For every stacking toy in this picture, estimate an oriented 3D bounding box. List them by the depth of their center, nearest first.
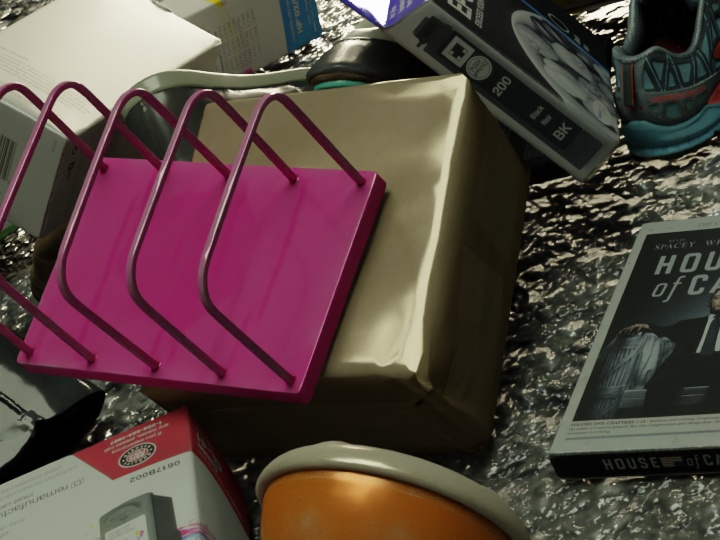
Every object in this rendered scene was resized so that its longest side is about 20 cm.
[{"bbox_3d":[-0.005,0.199,1.238,0.146,0.146,0.200,-2,58,35],"label":"stacking toy"}]

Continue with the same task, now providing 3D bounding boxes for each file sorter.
[{"bbox_3d":[-0.117,-0.024,1.380,0.200,0.125,0.139,4,64,33],"label":"file sorter"}]

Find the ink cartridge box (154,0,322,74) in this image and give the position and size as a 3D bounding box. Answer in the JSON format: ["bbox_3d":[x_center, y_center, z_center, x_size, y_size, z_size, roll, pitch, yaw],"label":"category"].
[{"bbox_3d":[-0.140,-0.175,1.847,0.115,0.068,0.200,15,36,42],"label":"ink cartridge box"}]

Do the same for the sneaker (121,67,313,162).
[{"bbox_3d":[-0.058,-0.069,1.631,0.200,0.106,0.075,-4,-26,-37],"label":"sneaker"}]

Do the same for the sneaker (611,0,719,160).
[{"bbox_3d":[0.218,-0.162,1.588,0.079,0.096,0.200,-2,40,34],"label":"sneaker"}]

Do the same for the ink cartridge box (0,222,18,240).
[{"bbox_3d":[-0.302,-0.078,1.838,0.146,0.084,0.200,-32,22,-9],"label":"ink cartridge box"}]

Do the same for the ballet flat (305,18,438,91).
[{"bbox_3d":[0.022,-0.122,1.556,0.073,0.200,0.073,-5,78,24],"label":"ballet flat"}]

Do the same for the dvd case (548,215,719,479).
[{"bbox_3d":[0.201,0.037,1.382,0.150,0.025,0.200,-6,38,30],"label":"dvd case"}]

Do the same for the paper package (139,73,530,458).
[{"bbox_3d":[-0.012,0.001,1.452,0.190,0.103,0.200,-4,60,27],"label":"paper package"}]

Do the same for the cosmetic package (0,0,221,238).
[{"bbox_3d":[-0.191,-0.113,1.664,0.107,0.085,0.200,29,33,15],"label":"cosmetic package"}]

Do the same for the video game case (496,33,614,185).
[{"bbox_3d":[0.067,-0.092,1.673,0.200,0.019,0.143,-13,34,23],"label":"video game case"}]

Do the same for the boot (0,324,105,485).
[{"bbox_3d":[-0.240,0.033,1.601,0.200,0.066,0.165,33,73,30],"label":"boot"}]

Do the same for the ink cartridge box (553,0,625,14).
[{"bbox_3d":[0.130,-0.224,1.693,0.199,0.084,0.145,-12,-7,22],"label":"ink cartridge box"}]

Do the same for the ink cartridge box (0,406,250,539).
[{"bbox_3d":[-0.135,0.184,1.360,0.147,0.086,0.200,-23,31,6],"label":"ink cartridge box"}]

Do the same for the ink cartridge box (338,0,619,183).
[{"bbox_3d":[0.069,-0.156,1.536,0.043,0.200,0.198,-51,12,20],"label":"ink cartridge box"}]

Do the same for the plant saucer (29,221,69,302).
[{"bbox_3d":[-0.146,-0.045,1.717,0.200,0.030,0.200,-27,22,12],"label":"plant saucer"}]
